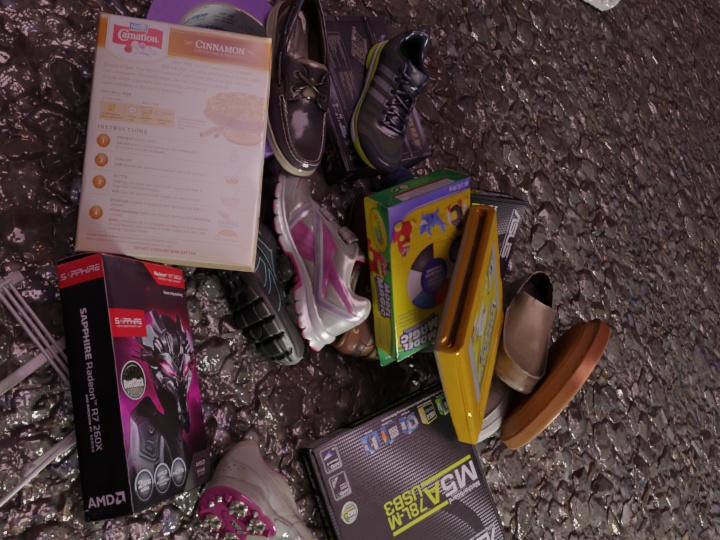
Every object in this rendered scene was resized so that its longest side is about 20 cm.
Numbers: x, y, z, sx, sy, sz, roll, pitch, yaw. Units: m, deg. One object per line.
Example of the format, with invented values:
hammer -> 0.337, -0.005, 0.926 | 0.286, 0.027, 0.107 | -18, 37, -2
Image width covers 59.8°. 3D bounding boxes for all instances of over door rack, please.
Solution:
over door rack -> -0.298, 0.109, 0.467 | 0.150, 0.066, 0.201 | 56, 31, -11

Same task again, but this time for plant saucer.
plant saucer -> 0.244, 0.141, 0.809 | 0.032, 0.202, 0.200 | 39, 52, 8

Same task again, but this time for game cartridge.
game cartridge -> 0.124, 0.064, 0.672 | 0.202, 0.031, 0.180 | 67, 35, -48

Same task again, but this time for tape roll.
tape roll -> -0.150, -0.212, 0.690 | 0.196, 0.065, 0.207 | 11, 71, -34

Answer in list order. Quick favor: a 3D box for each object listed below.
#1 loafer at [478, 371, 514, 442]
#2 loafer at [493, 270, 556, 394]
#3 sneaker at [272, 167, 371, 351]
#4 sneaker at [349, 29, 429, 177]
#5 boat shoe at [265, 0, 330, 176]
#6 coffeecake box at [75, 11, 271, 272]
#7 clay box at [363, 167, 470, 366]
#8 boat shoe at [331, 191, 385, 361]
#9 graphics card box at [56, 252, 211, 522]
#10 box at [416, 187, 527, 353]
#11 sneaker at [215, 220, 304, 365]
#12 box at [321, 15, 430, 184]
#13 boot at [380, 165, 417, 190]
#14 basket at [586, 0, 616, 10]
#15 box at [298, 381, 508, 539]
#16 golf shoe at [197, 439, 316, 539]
loafer -> 0.171, 0.144, 0.819 | 0.200, 0.068, 0.072 | -43, 134, -45
loafer -> 0.212, 0.068, 0.809 | 0.074, 0.069, 0.202 | 27, 40, -6
sneaker -> -0.038, -0.022, 0.683 | 0.086, 0.081, 0.206 | -15, 82, 3
sneaker -> 0.040, -0.211, 0.762 | 0.072, 0.080, 0.206 | 19, 65, -31
boat shoe -> -0.064, -0.206, 0.671 | 0.070, 0.064, 0.207 | 8, 72, -35
coffeecake box -> -0.162, -0.109, 0.569 | 0.148, 0.073, 0.207 | 5, 86, -9
clay box -> 0.066, 0.006, 0.676 | 0.113, 0.047, 0.206 | -23, 120, -29
boat shoe -> 0.000, 0.000, 0.736 | 0.066, 0.071, 0.207 | 12, 72, -34
graphics card box -> -0.190, 0.094, 0.538 | 0.125, 0.049, 0.207 | 26, 54, -74
box -> 0.113, 0.000, 0.773 | 0.157, 0.044, 0.206 | 2, 110, -37
sneaker -> -0.106, 0.001, 0.653 | 0.079, 0.075, 0.204 | -35, 99, -41
box -> -0.004, -0.227, 0.817 | 0.156, 0.048, 0.206 | -18, 88, -40
boot -> 0.102, -0.061, 0.832 | 0.072, 0.091, 0.200 | -40, 133, 3
basket -> 0.495, -0.671, 1.244 | 0.194, 0.198, 0.166 | 11, 64, -34
box -> 0.051, 0.251, 0.695 | 0.195, 0.047, 0.198 | -18, 85, -27
golf shoe -> -0.075, 0.249, 0.605 | 0.203, 0.074, 0.092 | 61, 17, -25
